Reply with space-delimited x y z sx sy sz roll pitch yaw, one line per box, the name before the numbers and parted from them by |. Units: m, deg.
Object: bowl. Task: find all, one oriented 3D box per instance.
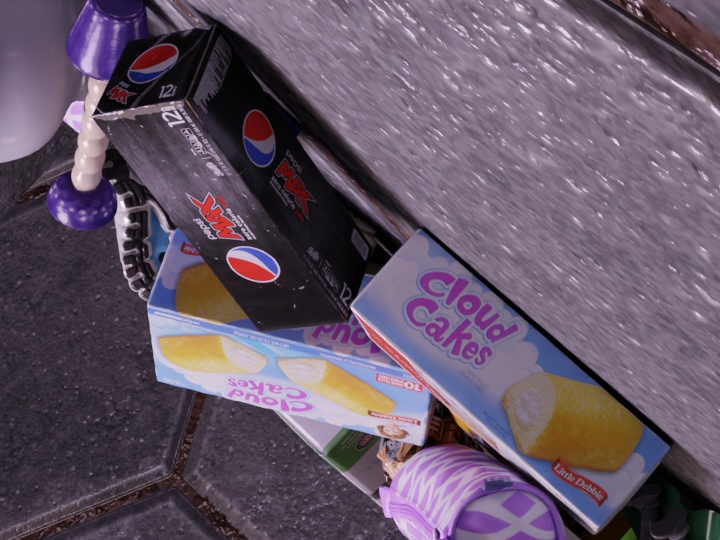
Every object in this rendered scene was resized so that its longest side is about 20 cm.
bowl | -0.240 -0.165 1.280 0.090 0.201 0.201 -2 -171 -16

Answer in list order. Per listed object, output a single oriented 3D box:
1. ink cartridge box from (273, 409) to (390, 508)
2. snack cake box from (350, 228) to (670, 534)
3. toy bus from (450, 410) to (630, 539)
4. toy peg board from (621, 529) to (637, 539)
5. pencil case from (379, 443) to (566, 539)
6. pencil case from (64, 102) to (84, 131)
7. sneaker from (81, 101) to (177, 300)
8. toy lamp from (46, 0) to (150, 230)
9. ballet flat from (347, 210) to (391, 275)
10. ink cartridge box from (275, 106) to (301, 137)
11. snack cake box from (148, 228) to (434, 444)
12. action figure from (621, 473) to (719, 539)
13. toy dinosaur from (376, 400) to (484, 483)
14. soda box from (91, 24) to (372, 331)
ink cartridge box | 0.028 0.108 1.502 0.084 0.146 0.200 40 175 31
snack cake box | 0.092 0.072 1.120 0.200 0.067 0.115 41 177 11
toy bus | 0.132 0.124 1.290 0.200 0.065 0.078 44 176 -36
toy peg board | 0.266 0.277 1.386 0.199 0.098 0.200 45 175 -30
pencil case | 0.071 0.165 1.191 0.200 0.085 0.084 -172 68 -82
pencil case | -0.191 -0.119 1.500 0.200 0.086 0.084 42 -172 -13
sneaker | -0.166 -0.079 1.366 0.090 0.078 0.200 -123 26 -70
toy lamp | -0.177 -0.109 1.226 0.058 0.058 0.200 40 140 18
ballet flat | 0.000 0.000 1.303 0.200 0.069 0.071 40 159 -33
ink cartridge box | -0.096 -0.102 1.211 0.094 0.044 0.200 41 175 -6
snack cake box | -0.041 0.048 1.265 0.200 0.067 0.115 13 149 6
action figure | 0.205 0.234 1.219 0.118 0.055 0.200 46 151 54
toy dinosaur | 0.078 0.126 1.387 0.102 0.200 0.136 -16 105 49
soda box | -0.071 -0.050 1.074 0.071 0.063 0.200 -6 137 31
